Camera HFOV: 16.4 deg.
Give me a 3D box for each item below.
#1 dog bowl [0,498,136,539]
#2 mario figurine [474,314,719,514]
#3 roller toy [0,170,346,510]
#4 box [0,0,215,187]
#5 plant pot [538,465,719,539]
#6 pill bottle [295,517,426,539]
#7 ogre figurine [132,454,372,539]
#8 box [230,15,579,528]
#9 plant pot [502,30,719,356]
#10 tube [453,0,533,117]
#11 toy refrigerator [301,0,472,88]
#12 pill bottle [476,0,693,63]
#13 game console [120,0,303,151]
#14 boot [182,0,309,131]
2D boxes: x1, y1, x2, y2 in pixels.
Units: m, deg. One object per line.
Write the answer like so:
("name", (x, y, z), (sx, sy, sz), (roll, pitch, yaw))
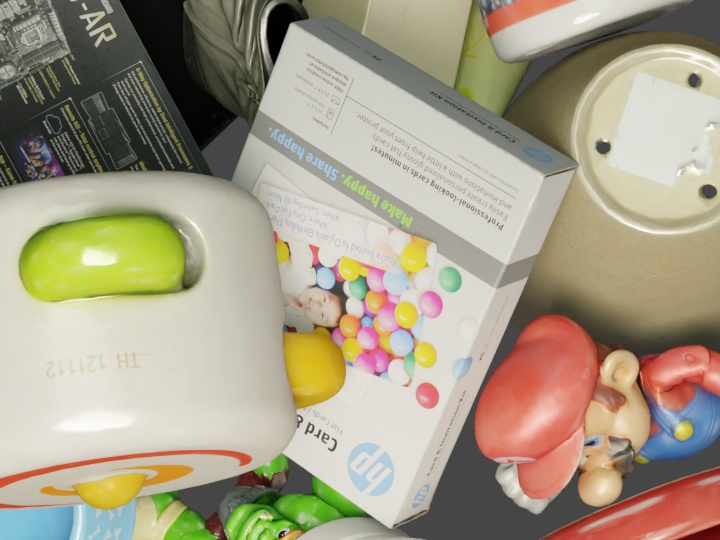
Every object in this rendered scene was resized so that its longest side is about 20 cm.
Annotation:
("dog bowl", (-0.215, 0.133, 1.282), (0.200, 0.050, 0.112), (-18, 85, 13))
("mario figurine", (0.145, 0.085, 1.238), (0.200, 0.106, 0.124), (-1, 122, -33))
("roller toy", (-0.123, 0.042, 1.164), (0.182, 0.200, 0.140), (-15, 77, 28))
("box", (-0.170, -0.055, 1.284), (0.160, 0.044, 0.200), (-31, 95, -22))
("plant pot", (0.171, 0.200, 1.229), (0.200, 0.200, 0.183), (-21, 78, 0))
("pill bottle", (0.031, 0.193, 1.171), (0.114, 0.200, 0.114), (-7, 108, -22))
("ogre figurine", (-0.056, 0.128, 1.308), (0.120, 0.098, 0.200), (32, 68, 25))
("box", (0.000, 0.000, 1.220), (0.156, 0.041, 0.200), (34, 117, 24))
("plant pot", (0.148, -0.047, 1.267), (0.187, 0.200, 0.187), (-1, 81, 4))
("tube", (0.077, -0.133, 1.353), (0.052, 0.058, 0.200), (24, 82, 15))
("toy refrigerator", (0.015, -0.135, 1.341), (0.070, 0.076, 0.200), (16, 81, -30))
("pill bottle", (0.091, -0.216, 1.275), (0.111, 0.111, 0.200), (-18, 89, 0))
("game console", (-0.127, -0.170, 1.391), (0.200, 0.116, 0.176), (-43, 52, -4))
("boot", (-0.055, -0.154, 1.276), (0.068, 0.131, 0.200), (-17, 119, -14))
